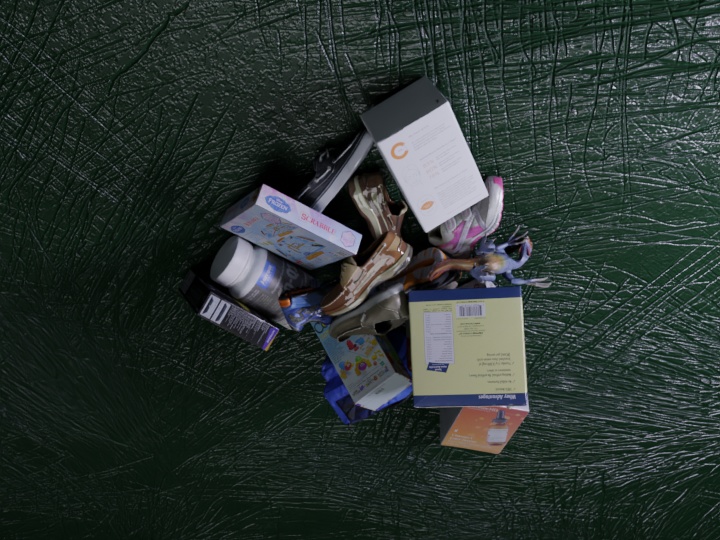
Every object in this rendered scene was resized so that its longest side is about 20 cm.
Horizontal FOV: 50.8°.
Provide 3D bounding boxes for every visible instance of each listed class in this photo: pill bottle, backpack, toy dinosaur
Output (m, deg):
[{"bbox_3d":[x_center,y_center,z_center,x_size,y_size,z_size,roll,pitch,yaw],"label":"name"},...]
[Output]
[{"bbox_3d":[-0.184,0.022,1.468,0.199,0.115,0.113,33,130,-28],"label":"pill bottle"},{"bbox_3d":[0.028,0.217,1.629,0.199,0.163,0.168,-25,111,30],"label":"backpack"},{"bbox_3d":[0.244,-0.027,1.372,0.198,0.106,0.181,3,-179,22],"label":"toy dinosaur"}]

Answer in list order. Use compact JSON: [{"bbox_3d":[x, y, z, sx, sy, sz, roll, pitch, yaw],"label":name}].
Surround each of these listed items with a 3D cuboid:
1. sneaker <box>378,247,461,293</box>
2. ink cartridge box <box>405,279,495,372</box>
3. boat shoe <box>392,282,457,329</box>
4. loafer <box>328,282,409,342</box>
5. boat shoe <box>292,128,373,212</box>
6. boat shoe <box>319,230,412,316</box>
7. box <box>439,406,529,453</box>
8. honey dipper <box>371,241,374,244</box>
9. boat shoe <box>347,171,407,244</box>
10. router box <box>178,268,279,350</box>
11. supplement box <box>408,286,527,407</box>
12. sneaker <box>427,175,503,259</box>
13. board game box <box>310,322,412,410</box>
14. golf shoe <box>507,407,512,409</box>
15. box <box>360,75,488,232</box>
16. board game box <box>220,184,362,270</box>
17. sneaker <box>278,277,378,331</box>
[{"bbox_3d":[0.108,0.012,1.440,0.077,0.079,0.199,20,161,-34],"label":"sneaker"},{"bbox_3d":[0.193,0.122,1.523,0.199,0.147,0.083,-27,132,30],"label":"ink cartridge box"},{"bbox_3d":[0.099,0.053,1.487,0.199,0.063,0.073,-26,153,-19],"label":"boat shoe"},{"bbox_3d":[0.015,0.093,1.383,0.200,0.075,0.070,-36,80,45],"label":"loafer"},{"bbox_3d":[-0.048,-0.174,1.283,0.068,0.072,0.200,39,128,-5],"label":"boat shoe"},{"bbox_3d":[0.000,0.000,1.350,0.199,0.076,0.074,-39,112,18],"label":"boat shoe"},{"bbox_3d":[0.283,0.323,1.764,0.151,0.107,0.201,10,137,-7],"label":"box"},{"bbox_3d":[-0.008,0.008,1.502,0.038,0.038,0.200,22,130,-19],"label":"honey dipper"},{"bbox_3d":[0.051,-0.093,1.358,0.074,0.075,0.203,-21,133,14],"label":"boat shoe"},{"bbox_3d":[-0.261,0.074,1.483,0.157,0.200,0.053,31,89,-26],"label":"router box"},{"bbox_3d":[0.191,0.135,1.349,0.198,0.202,0.134,-3,176,10],"label":"supplement box"},{"bbox_3d":[0.183,-0.093,1.340,0.087,0.082,0.201,17,135,-16],"label":"sneaker"},{"bbox_3d":[0.002,0.160,1.504,0.105,0.201,0.103,-37,152,10],"label":"board game box"},{"bbox_3d":[0.209,0.207,1.444,0.198,0.089,0.078,8,142,-8],"label":"golf shoe"},{"bbox_3d":[0.104,-0.183,1.212,0.124,0.098,0.201,-30,131,4],"label":"box"},{"bbox_3d":[-0.128,-0.071,1.355,0.198,0.042,0.199,26,161,-23],"label":"board game box"},{"bbox_3d":[-0.059,0.063,1.444,0.198,0.075,0.079,-11,106,-19],"label":"sneaker"}]
